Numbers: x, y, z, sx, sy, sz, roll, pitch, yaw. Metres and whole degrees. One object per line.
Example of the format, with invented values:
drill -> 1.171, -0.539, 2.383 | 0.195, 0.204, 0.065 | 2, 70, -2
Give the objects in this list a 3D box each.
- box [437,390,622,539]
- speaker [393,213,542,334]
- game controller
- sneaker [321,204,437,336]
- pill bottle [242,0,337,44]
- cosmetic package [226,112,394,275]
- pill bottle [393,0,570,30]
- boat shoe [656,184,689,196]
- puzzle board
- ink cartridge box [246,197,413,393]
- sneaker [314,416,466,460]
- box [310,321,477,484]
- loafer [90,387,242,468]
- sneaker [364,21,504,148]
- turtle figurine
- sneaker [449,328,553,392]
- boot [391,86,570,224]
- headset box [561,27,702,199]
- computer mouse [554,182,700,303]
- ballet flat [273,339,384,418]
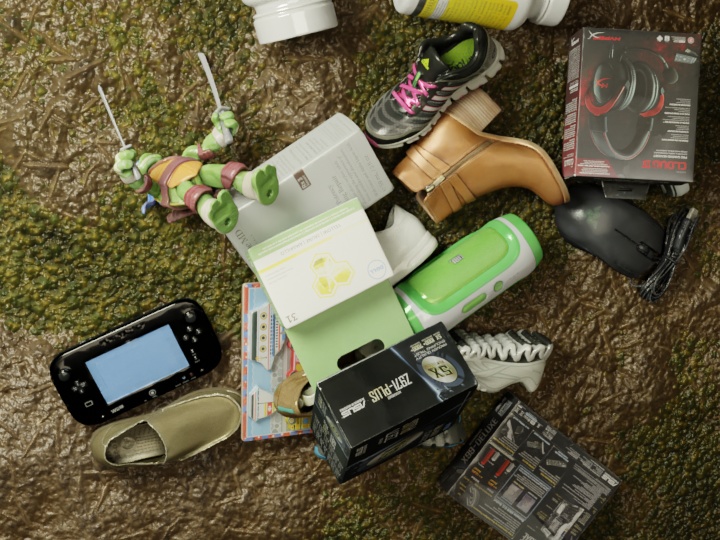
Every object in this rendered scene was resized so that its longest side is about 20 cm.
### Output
box -> 0.229, 0.284, 1.451 | 0.200, 0.050, 0.158 | 37, 91, -16
speaker -> 0.129, 0.012, 1.353 | 0.200, 0.088, 0.089 | -34, 105, -11
game controller -> -0.273, 0.112, 1.315 | 0.200, 0.042, 0.105 | -25, 104, -6
sneaker -> 0.000, 0.000, 1.336 | 0.200, 0.075, 0.089 | -43, 95, -21
pill bottle -> -0.094, -0.367, 1.229 | 0.113, 0.113, 0.200 | -16, 103, -9
cosmetic package -> -0.072, -0.089, 1.294 | 0.200, 0.074, 0.102 | -36, 124, -5
pill bottle -> 0.146, -0.347, 1.286 | 0.200, 0.111, 0.112 | 7, 99, -13
boat shoe -> 0.345, -0.168, 1.391 | 0.071, 0.072, 0.200 | -37, 95, 5
puzzle board -> -0.077, 0.110, 1.350 | 0.150, 0.017, 0.200 | -4, 101, -28
ink cartridge box -> -0.027, 0.036, 1.258 | 0.145, 0.048, 0.200 | -26, 92, -10
sneaker -> 0.034, 0.200, 1.392 | 0.200, 0.073, 0.082 | -9, 86, -16
box -> 0.033, 0.160, 1.261 | 0.164, 0.200, 0.086 | -25, 72, -15
loafer -> -0.233, 0.203, 1.327 | 0.200, 0.067, 0.076 | -20, 104, -8
sneaker -> 0.081, -0.228, 1.290 | 0.200, 0.087, 0.074 | -36, 64, 3
turtle figurine -> -0.194, -0.134, 1.204 | 0.144, 0.194, 0.200 | -1, 112, -52
sneaker -> 0.151, 0.120, 1.397 | 0.200, 0.075, 0.081 | 4, 108, -12
boot -> 0.151, -0.113, 1.347 | 0.200, 0.077, 0.155 | 43, 88, -14
headset box -> 0.329, -0.187, 1.315 | 0.148, 0.075, 0.200 | 4, 92, -2
computer mouse -> 0.350, -0.049, 1.415 | 0.200, 0.053, 0.139 | 24, 95, -15
ballet flat -> -0.015, 0.125, 1.335 | 0.200, 0.072, 0.068 | -27, 111, -21
